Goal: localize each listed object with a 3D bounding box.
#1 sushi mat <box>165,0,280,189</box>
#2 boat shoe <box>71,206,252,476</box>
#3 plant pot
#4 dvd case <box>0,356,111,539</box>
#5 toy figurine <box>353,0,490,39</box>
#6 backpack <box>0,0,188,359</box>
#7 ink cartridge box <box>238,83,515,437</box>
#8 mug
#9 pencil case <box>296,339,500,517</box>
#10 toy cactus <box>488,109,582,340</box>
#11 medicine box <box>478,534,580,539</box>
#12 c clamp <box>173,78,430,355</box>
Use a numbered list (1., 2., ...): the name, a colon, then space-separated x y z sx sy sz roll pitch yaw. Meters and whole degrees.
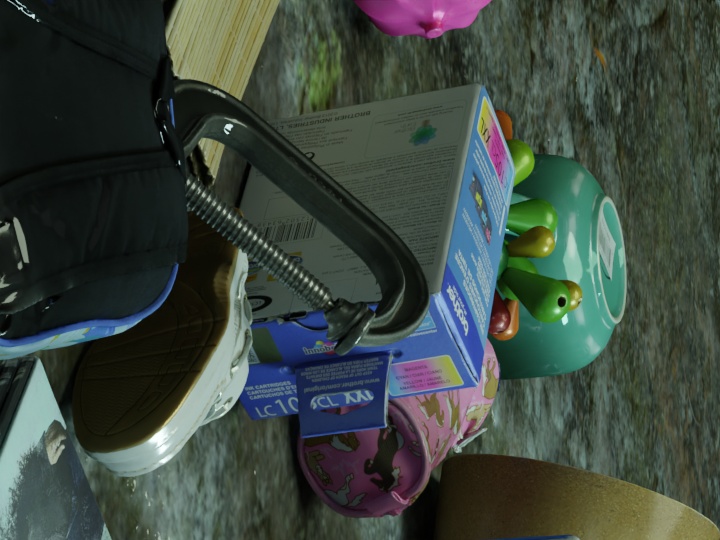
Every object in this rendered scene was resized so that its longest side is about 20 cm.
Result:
1. sushi mat: -0.072 -0.140 1.567 0.200 0.012 0.096 -73 152 -50
2. boat shoe: -0.083 0.045 1.385 0.200 0.070 0.070 -70 149 -56
3. plant pot: 0.119 0.241 1.861 0.186 0.186 0.201 49 53 -63
4. dvd case: -0.148 0.155 1.229 0.200 0.022 0.146 -72 153 -49
5. toy figurine: 0.037 -0.240 1.824 0.200 0.149 0.185 -121 -145 -72
6. backpack: -0.154 -0.058 1.046 0.200 0.146 0.184 0 87 -68
7. ink cartridge box: 0.000 0.000 1.557 0.200 0.136 0.077 -76 149 -46
8. mug: 0.112 0.000 1.964 0.185 0.114 0.153 -42 125 -70
9. pencil case: 0.024 0.083 1.715 0.083 0.086 0.200 -65 170 17
10. toy cactus: 0.045 -0.032 1.760 0.164 0.102 0.200 4 45 -36
11. medicine box: 0.057 0.220 1.610 0.200 0.181 0.103 47 41 -65
12. c clamp: -0.050 -0.023 1.407 0.200 0.027 0.171 37 25 -10
